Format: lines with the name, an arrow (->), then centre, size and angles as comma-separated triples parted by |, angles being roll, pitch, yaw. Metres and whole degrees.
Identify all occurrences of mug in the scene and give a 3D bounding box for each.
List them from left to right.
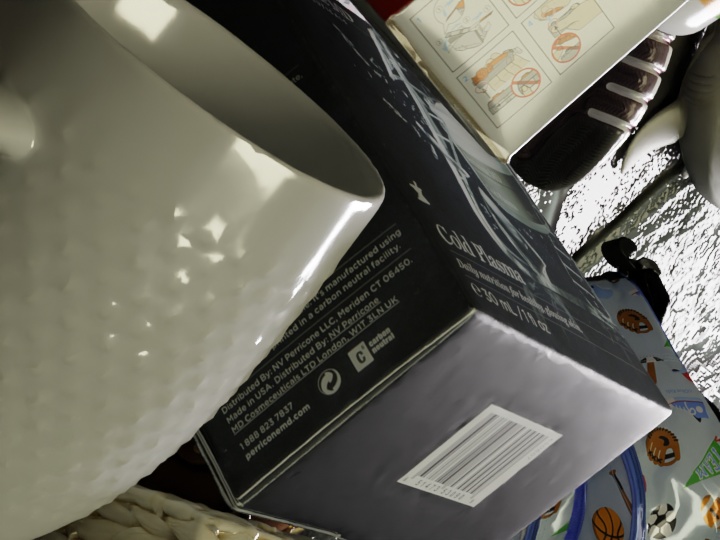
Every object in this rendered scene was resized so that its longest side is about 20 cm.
mug -> -0.113, -0.004, 0.628 | 0.175, 0.148, 0.200 | -52, 155, 12

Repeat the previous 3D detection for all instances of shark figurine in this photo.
shark figurine -> 0.239, -0.062, 1.172 | 0.128, 0.089, 0.215 | -48, 145, -7

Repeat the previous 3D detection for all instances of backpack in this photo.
backpack -> 0.126, 0.114, 1.092 | 0.154, 0.191, 0.200 | -12, 131, -25

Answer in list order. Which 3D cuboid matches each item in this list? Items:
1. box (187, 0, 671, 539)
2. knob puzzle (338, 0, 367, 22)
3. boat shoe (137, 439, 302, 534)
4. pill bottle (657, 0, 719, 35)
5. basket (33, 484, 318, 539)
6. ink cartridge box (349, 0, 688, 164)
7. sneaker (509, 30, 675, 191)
box -> 0.000, 0.000, 0.798 | 0.124, 0.197, 0.200 | -40, 150, 14
knob puzzle -> 0.035, -0.158, 0.875 | 0.219, 0.030, 0.220 | -32, 141, -31
boat shoe -> -0.064, 0.096, 0.880 | 0.068, 0.072, 0.200 | -32, 168, 35
pill bottle -> 0.148, -0.172, 0.832 | 0.200, 0.111, 0.111 | -36, 151, 16
basket -> -0.060, 0.156, 0.755 | 0.200, 0.135, 0.124 | 28, 77, -48
ink cartridge box -> 0.072, -0.166, 0.734 | 0.200, 0.176, 0.084 | -42, 127, 3
sneaker -> 0.155, -0.129, 1.016 | 0.115, 0.076, 0.200 | 3, 116, -56
